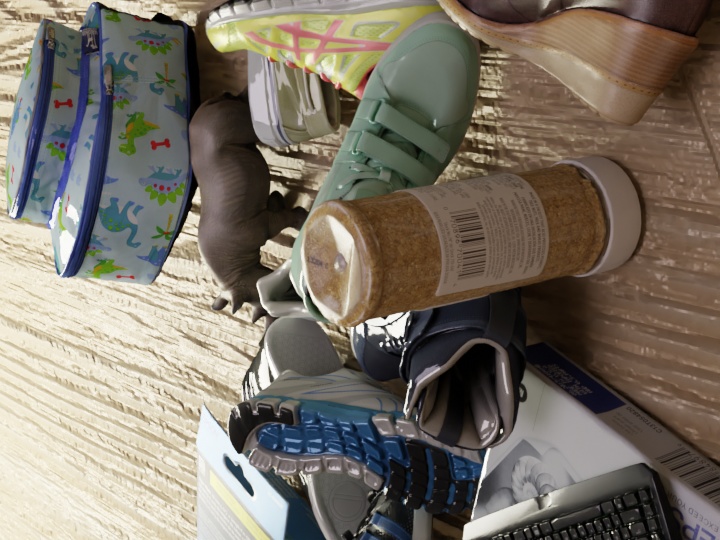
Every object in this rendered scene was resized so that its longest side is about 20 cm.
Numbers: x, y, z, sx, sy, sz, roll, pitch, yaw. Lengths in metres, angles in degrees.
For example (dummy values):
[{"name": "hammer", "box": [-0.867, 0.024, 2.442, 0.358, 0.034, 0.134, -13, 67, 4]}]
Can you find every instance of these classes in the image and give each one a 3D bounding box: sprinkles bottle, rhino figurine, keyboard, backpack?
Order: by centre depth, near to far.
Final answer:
[{"name": "sprinkles bottle", "box": [0.065, -0.019, 0.836, 0.068, 0.198, 0.069, 20, 115, 52]}, {"name": "keyboard", "box": [0.128, 0.195, 0.892, 0.200, 0.020, 0.128, -35, 71, 55]}, {"name": "rhino figurine", "box": [-0.087, -0.041, 1.153, 0.060, 0.087, 0.203, 9, 106, 55]}, {"name": "backpack", "box": [-0.212, -0.094, 1.224, 0.184, 0.145, 0.201, 117, 151, -43]}]

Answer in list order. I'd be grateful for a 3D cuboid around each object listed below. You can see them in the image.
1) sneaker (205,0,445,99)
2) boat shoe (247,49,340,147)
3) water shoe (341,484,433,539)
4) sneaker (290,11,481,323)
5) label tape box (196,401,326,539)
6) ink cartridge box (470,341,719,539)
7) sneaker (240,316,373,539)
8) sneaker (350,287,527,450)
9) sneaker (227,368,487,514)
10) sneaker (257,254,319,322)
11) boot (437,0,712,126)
[{"name": "sneaker", "box": [-0.019, -0.153, 1.000, 0.198, 0.078, 0.091, 0, 115, 34]}, {"name": "boat shoe", "box": [-0.048, -0.191, 1.087, 0.061, 0.072, 0.203, -3, 95, 19]}, {"name": "water shoe", "box": [0.004, 0.203, 1.028, 0.072, 0.078, 0.201, 109, 170, -48]}, {"name": "sneaker", "box": [0.022, -0.057, 0.921, 0.202, 0.073, 0.118, -62, 11, 14]}, {"name": "label tape box", "box": [-0.074, 0.217, 1.212, 0.143, 0.066, 0.202, 40, 135, 44]}, {"name": "ink cartridge box", "box": [0.145, 0.177, 0.916, 0.199, 0.040, 0.202, 37, 128, 45]}, {"name": "sneaker", "box": [-0.031, 0.138, 1.148, 0.202, 0.070, 0.099, 68, 157, 8]}, {"name": "sneaker", "box": [0.042, 0.058, 0.951, 0.203, 0.076, 0.148, 128, 154, -51]}, {"name": "sneaker", "box": [0.013, 0.104, 1.042, 0.198, 0.087, 0.076, 13, 124, 20]}, {"name": "sneaker", "box": [0.000, 0.000, 1.045, 0.200, 0.080, 0.071, -30, 73, 52]}, {"name": "boot", "box": [0.128, -0.193, 0.834, 0.200, 0.072, 0.168, 43, 121, 43]}]
